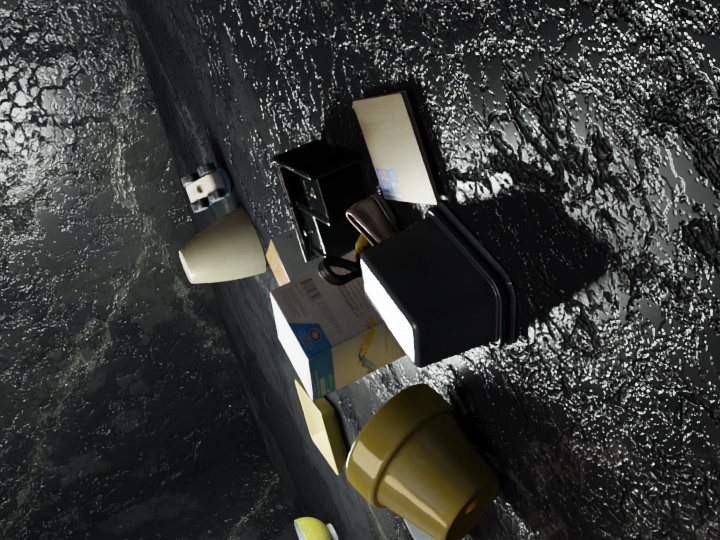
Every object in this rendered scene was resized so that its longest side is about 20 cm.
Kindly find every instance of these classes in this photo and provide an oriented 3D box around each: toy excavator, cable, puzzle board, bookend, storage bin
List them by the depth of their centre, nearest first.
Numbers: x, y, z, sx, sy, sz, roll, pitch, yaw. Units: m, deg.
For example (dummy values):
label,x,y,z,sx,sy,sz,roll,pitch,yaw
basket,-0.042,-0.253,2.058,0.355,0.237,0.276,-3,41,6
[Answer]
label,x,y,z,sx,sy,sz,roll,pitch,yaw
storage bin,0.091,0.032,1.255,0.201,0.132,0.147,54,159,42
puzzle board,0.050,-0.169,1.342,0.153,0.017,0.200,71,165,-13
cable,0.000,0.000,1.488,0.050,0.199,0.098,-35,89,37
bookend,-0.052,-0.101,1.633,0.198,0.091,0.203,33,143,63
toy excavator,-0.411,-0.222,2.676,0.192,0.199,0.102,-24,88,30

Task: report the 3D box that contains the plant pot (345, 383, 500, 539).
label,x,y,z,sx,sy,sz,roll,pitch,yaw
plant pot,0.108,0.311,1.501,0.188,0.200,0.203,38,151,29

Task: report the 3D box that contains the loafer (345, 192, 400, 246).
label,x,y,z,sx,sy,sz,roll,pitch,yaw
loafer,0.044,-0.024,1.465,0.202,0.062,0.072,61,162,25

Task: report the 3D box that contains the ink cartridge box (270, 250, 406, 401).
label,x,y,z,sx,sy,sz,roll,pitch,yaw
ink cartridge box,-0.026,0.085,1.596,0.148,0.197,0.146,57,163,31

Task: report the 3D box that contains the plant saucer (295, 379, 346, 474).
label,x,y,z,sx,sy,sz,roll,pitch,yaw
plant saucer,-0.096,0.398,2.522,0.200,0.048,0.203,41,148,59

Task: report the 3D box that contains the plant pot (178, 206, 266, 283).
label,x,y,z,sx,sy,sz,roll,pitch,yaw
plant pot,-0.378,-0.046,2.596,0.189,0.197,0.189,57,162,31

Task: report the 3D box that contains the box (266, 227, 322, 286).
label,x,y,z,sx,sy,sz,roll,pitch,yaw
box,-0.107,0.024,1.972,0.203,0.096,0.125,65,164,10

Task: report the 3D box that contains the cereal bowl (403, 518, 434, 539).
label,x,y,z,sx,sy,sz,roll,pitch,yaw
cereal bowl,0.126,0.408,1.731,0.201,0.082,0.202,57,161,32

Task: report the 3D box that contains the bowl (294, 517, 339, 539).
label,x,y,z,sx,sy,sz,roll,pitch,yaw
bowl,-0.130,0.892,3.179,0.202,0.106,0.202,58,161,33
